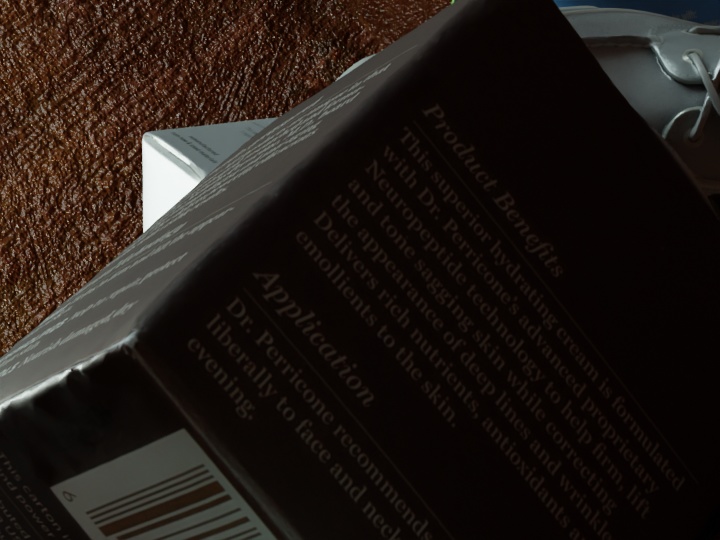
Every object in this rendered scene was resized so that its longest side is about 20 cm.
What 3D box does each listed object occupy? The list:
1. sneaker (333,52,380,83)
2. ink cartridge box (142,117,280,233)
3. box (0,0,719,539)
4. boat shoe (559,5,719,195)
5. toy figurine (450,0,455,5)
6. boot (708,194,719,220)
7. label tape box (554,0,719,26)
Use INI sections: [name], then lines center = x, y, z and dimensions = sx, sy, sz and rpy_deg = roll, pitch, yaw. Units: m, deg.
[sneaker]
center = 0.049, -0.085, 1.016
dimensions = 0.079, 0.079, 0.200
rpy_deg = 9, 33, 36
[ink cartridge box]
center = 0.000, 0.000, 0.928
dimensions = 0.200, 0.148, 0.086
rpy_deg = -9, 22, -27
[box]
center = 0.000, 0.045, 0.593
dimensions = 0.164, 0.166, 0.200
rpy_deg = -27, 14, 51
[boat shoe]
center = 0.127, -0.055, 0.668
dimensions = 0.068, 0.200, 0.072
rpy_deg = 169, 109, -68
[toy figurine]
center = 0.170, -0.119, 0.998
dimensions = 0.200, 0.150, 0.184
rpy_deg = -27, -33, 15
[boot]
center = 0.161, -0.033, 0.902
dimensions = 0.200, 0.064, 0.186
rpy_deg = -43, 1, -35
[label tape box]
center = 0.092, -0.081, 0.778
dimensions = 0.143, 0.066, 0.200
rpy_deg = -17, -19, -46
